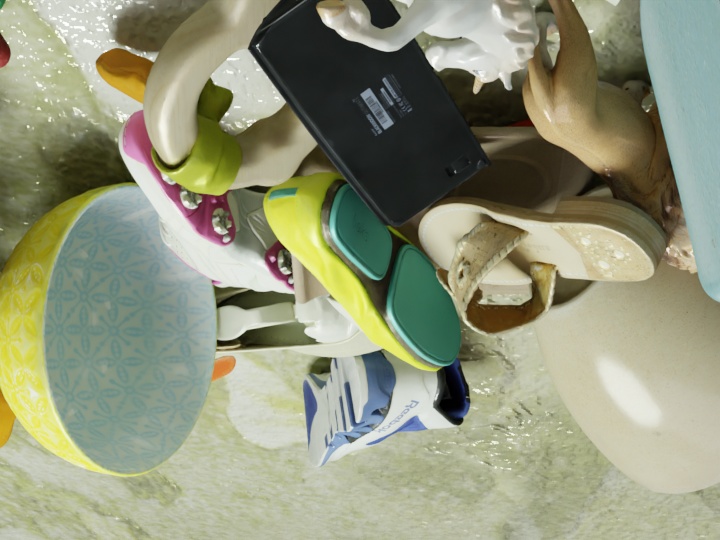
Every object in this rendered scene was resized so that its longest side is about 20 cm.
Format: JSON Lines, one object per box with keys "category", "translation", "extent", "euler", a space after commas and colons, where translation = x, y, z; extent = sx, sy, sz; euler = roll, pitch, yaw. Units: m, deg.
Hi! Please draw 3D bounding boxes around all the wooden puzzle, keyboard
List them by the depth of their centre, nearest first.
{"category": "keyboard", "translation": [0.026, -0.109, 0.915], "extent": [0.127, 0.021, 0.200], "euler": [-34, 143, 4]}
{"category": "wooden puzzle", "translation": [0.051, -0.045, 1.077], "extent": [0.198, 0.047, 0.186], "euler": [-4, 148, -2]}

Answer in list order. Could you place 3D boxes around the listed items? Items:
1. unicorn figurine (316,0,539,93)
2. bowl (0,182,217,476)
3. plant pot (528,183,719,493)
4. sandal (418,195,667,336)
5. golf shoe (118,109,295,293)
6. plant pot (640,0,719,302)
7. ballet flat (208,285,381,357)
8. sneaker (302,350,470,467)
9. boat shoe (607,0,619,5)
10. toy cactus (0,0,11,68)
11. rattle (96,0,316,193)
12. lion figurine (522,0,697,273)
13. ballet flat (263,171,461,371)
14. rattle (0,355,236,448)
{"category": "unicorn figurine", "translation": [0.034, -0.157, 0.802], "extent": [0.136, 0.074, 0.202], "euler": [-5, 125, -25]}
{"category": "bowl", "translation": [-0.198, 0.041, 1.154], "extent": [0.107, 0.202, 0.200], "euler": [-2, 150, 30]}
{"category": "plant pot", "translation": [0.184, 0.020, 1.036], "extent": [0.134, 0.202, 0.200], "euler": [33, 143, -22]}
{"category": "sandal", "translation": [0.086, 0.004, 0.973], "extent": [0.078, 0.070, 0.211], "euler": [44, 155, -25]}
{"category": "golf shoe", "translation": [-0.112, -0.038, 1.115], "extent": [0.091, 0.076, 0.200], "euler": [-8, 146, 31]}
{"category": "plant pot", "translation": [0.238, -0.083, 0.807], "extent": [0.194, 0.198, 0.200], "euler": [-8, 166, -10]}
{"category": "ballet flat", "translation": [-0.048, 0.033, 1.218], "extent": [0.198, 0.070, 0.070], "euler": [-8, 147, 25]}
{"category": "sneaker", "translation": [0.024, 0.108, 1.319], "extent": [0.114, 0.081, 0.199], "euler": [-2, 165, -17]}
{"category": "boat shoe", "translation": [0.126, -0.209, 0.763], "extent": [0.067, 0.072, 0.201], "euler": [31, 146, 8]}
{"category": "toy cactus", "translation": [-0.237, -0.177, 0.893], "extent": [0.163, 0.103, 0.201], "euler": [-15, 136, 18]}
{"category": "rattle", "translation": [-0.066, -0.156, 0.930], "extent": [0.129, 0.143, 0.201], "euler": [4, 125, -21]}
{"category": "lion figurine", "translation": [0.138, -0.084, 0.922], "extent": [0.199, 0.124, 0.072], "euler": [26, 146, -28]}
{"category": "ballet flat", "translation": [0.000, 0.000, 1.051], "extent": [0.066, 0.067, 0.200], "euler": [2, 151, 31]}
{"category": "rattle", "translation": [-0.210, 0.108, 1.285], "extent": [0.198, 0.144, 0.130], "euler": [17, 173, 4]}
